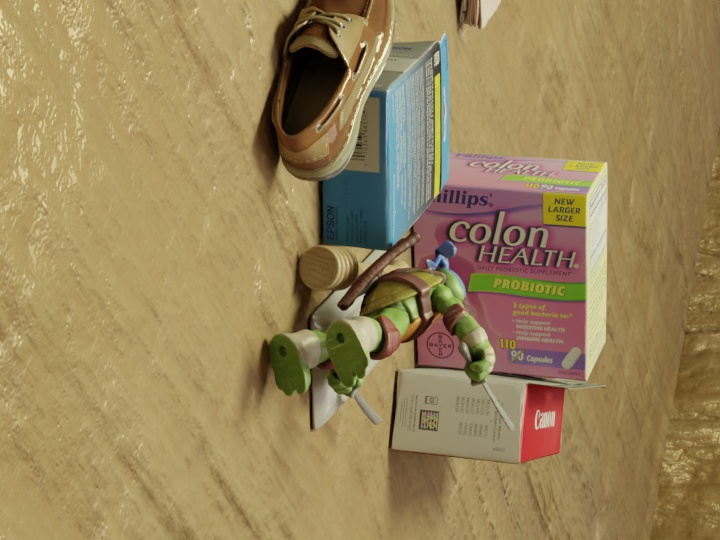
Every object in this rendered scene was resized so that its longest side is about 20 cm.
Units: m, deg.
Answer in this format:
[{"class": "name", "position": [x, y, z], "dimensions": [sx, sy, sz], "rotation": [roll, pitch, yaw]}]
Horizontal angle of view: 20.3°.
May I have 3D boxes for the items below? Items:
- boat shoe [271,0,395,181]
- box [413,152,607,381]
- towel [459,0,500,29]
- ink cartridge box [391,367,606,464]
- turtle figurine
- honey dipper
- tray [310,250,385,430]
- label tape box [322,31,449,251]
[{"class": "boat shoe", "position": [-0.022, -0.171, 1.570], "dimensions": [0.072, 0.076, 0.200], "rotation": [54, 43, -62]}, {"class": "box", "position": [0.150, -0.006, 1.988], "dimensions": [0.097, 0.176, 0.200], "rotation": [-51, 142, -62]}, {"class": "towel", "position": [0.136, -0.374, 2.079], "dimensions": [0.200, 0.032, 0.191], "rotation": [-58, 149, -54]}, {"class": "ink cartridge box", "position": [0.144, 0.145, 2.015], "dimensions": [0.200, 0.175, 0.084], "rotation": [6, 89, -72]}, {"class": "turtle figurine", "position": [0.030, 0.081, 1.638], "dimensions": [0.194, 0.144, 0.200], "rotation": [-13, 122, -49]}, {"class": "honey dipper", "position": [0.000, 0.000, 1.732], "dimensions": [0.200, 0.038, 0.038], "rotation": [4, 91, -70]}, {"class": "tray", "position": [-0.002, 0.057, 1.785], "dimensions": [0.200, 0.022, 0.108], "rotation": [-46, 137, -63]}, {"class": "label tape box", "position": [0.025, -0.119, 1.751], "dimensions": [0.200, 0.066, 0.144], "rotation": [-52, 145, -63]}]
